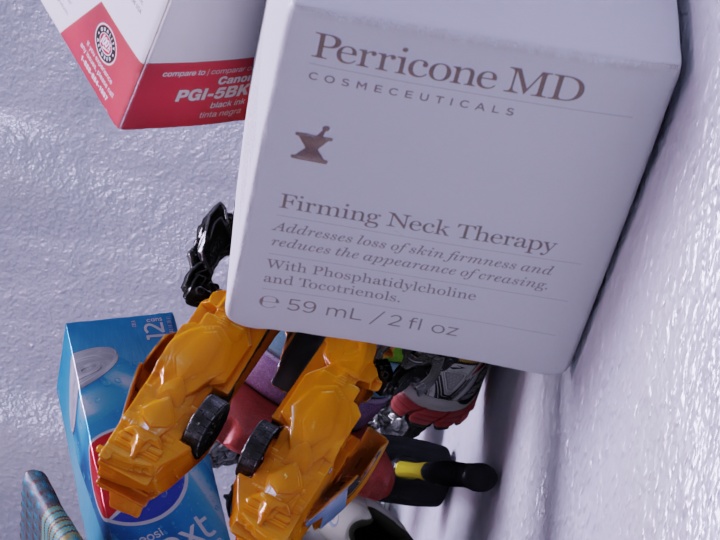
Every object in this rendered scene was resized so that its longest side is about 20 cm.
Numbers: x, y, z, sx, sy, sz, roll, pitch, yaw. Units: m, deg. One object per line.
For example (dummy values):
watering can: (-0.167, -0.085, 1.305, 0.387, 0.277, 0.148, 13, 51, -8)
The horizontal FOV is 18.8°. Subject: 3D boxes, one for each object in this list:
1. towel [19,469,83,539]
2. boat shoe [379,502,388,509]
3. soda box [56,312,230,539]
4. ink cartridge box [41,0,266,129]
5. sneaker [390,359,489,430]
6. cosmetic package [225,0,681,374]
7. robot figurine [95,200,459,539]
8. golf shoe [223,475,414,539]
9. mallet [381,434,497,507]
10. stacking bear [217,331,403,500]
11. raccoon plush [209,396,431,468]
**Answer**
towel: (-0.126, 0.216, 1.103, 0.200, 0.022, 0.147, 54, 148, 35)
boat shoe: (-0.016, 0.190, 1.597, 0.075, 0.062, 0.200, -66, 11, -14)
soda box: (-0.114, 0.123, 1.166, 0.068, 0.064, 0.201, 107, 151, -51)
ink cartridge box: (-0.086, -0.193, 1.080, 0.147, 0.083, 0.200, 57, 137, 32)
sneaker: (0.053, -0.013, 1.251, 0.082, 0.077, 0.201, 118, 153, -54)
cosmetic package: (0.037, -0.087, 0.986, 0.201, 0.166, 0.167, 104, 172, -47)
robot figurine: (-0.035, 0.044, 1.039, 0.200, 0.144, 0.058, -56, -12, -35)
golf shoe: (0.003, 0.172, 1.224, 0.078, 0.097, 0.200, -56, -40, -11)
mallet: (0.030, 0.114, 1.244, 0.200, 0.065, 0.041, 143, 135, -82)
stacking bear: (0.000, 0.000, 1.155, 0.201, 0.121, 0.114, -61, 32, 12)
raccoon plush: (-0.032, 0.048, 1.397, 0.097, 0.199, 0.135, -159, 57, -68)
